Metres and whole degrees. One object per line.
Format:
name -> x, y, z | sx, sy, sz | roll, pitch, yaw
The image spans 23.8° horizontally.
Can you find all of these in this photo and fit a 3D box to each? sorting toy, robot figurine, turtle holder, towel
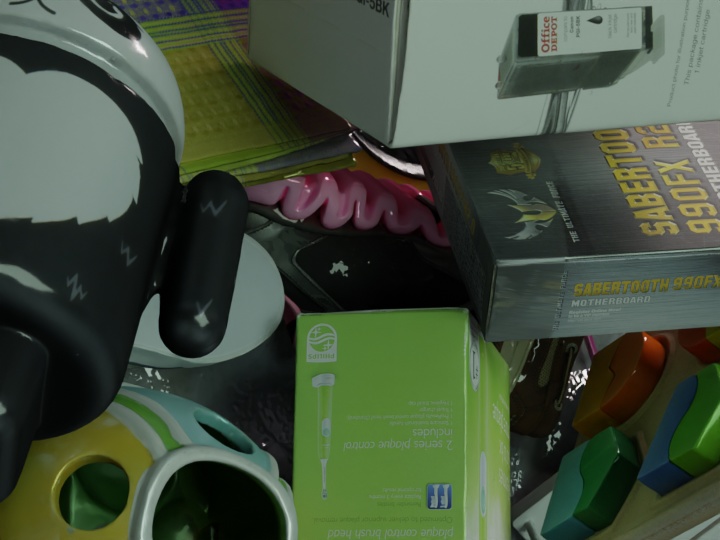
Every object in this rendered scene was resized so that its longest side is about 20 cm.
sorting toy -> 0.155, 0.066, 0.863 | 0.036, 0.185, 0.200 | 37, 49, -9
robot figurine -> -0.135, -0.018, 0.637 | 0.150, 0.124, 0.201 | 41, 45, -35
turtle holder -> -0.108, 0.102, 0.729 | 0.186, 0.131, 0.141 | 52, 54, -19
towel -> -0.099, -0.116, 0.805 | 0.143, 0.023, 0.200 | -18, 64, -43

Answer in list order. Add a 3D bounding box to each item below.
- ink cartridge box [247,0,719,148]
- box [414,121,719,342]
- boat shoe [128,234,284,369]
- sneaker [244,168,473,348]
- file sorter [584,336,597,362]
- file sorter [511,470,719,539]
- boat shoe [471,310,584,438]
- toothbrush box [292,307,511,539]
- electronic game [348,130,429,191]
ink cartridge box -> 0.065, -0.121, 0.782 | 0.199, 0.147, 0.083 | -7, 115, -28
box -> 0.116, -0.050, 0.842 | 0.158, 0.049, 0.200 | -3, 37, -10
boat shoe -> -0.129, 0.017, 0.771 | 0.199, 0.070, 0.071 | -8, 87, -40
sneaker -> 0.000, 0.000, 0.874 | 0.199, 0.079, 0.096 | 18, 102, -24
file sorter -> 0.235, 0.008, 0.993 | 0.125, 0.200, 0.140 | -23, 95, -41
file sorter -> 0.204, 0.185, 0.939 | 0.139, 0.125, 0.200 | -39, 111, 8
boat shoe -> 0.113, 0.000, 0.975 | 0.075, 0.075, 0.203 | 29, 74, -19
toothbrush box -> 0.023, 0.130, 0.820 | 0.146, 0.086, 0.201 | 49, 42, -71
electronic game -> 0.024, -0.118, 0.949 | 0.199, 0.042, 0.201 | 10, 75, -38
